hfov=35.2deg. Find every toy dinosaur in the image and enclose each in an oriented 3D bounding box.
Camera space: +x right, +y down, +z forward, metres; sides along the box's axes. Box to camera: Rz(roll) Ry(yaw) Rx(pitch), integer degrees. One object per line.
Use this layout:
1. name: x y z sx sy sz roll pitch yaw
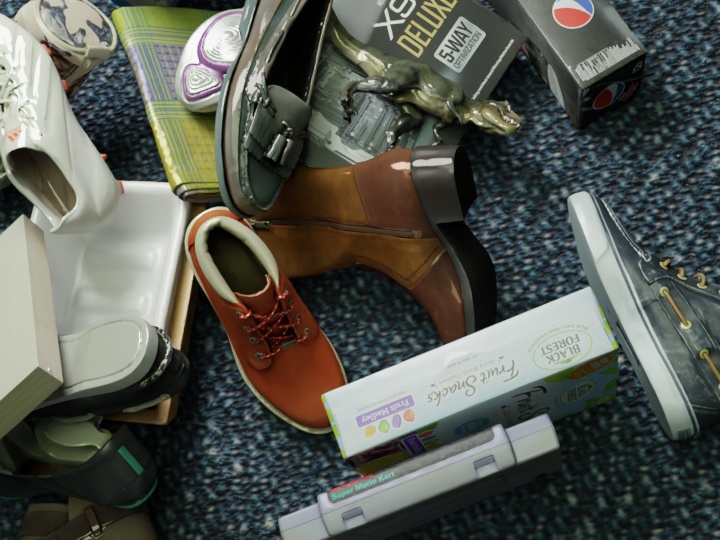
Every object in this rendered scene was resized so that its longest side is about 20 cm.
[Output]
1. toy dinosaur: 0.028 -0.139 0.897 0.199 0.048 0.089 32 66 2

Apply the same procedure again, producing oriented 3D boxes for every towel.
1. towel: -0.126 -0.142 0.970 0.142 0.023 0.202 -5 62 -38

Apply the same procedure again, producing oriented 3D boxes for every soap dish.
1. soap dish: -0.208 0.026 0.940 0.155 0.081 0.203 3 72 14

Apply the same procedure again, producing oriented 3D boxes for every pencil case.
1. pencil case: -0.289 -0.151 0.977 0.200 0.077 0.090 -42 75 30

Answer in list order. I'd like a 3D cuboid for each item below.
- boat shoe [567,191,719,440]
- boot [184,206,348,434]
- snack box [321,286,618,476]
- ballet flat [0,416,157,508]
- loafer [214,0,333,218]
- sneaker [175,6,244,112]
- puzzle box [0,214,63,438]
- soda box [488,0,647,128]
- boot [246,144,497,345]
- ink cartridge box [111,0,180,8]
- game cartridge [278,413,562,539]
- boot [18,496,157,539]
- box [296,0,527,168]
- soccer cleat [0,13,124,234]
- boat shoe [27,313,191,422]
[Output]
1. boat shoe: 0.232 0.020 0.855 0.090 0.071 0.202 -23 74 2
2. boot: -0.070 0.043 0.865 0.075 0.107 0.201 -34 96 -9
3. snack box: 0.084 0.091 0.818 0.198 0.142 0.054 -22 69 3
4. ballet flat: -0.241 0.140 0.882 0.198 0.073 0.074 -1 68 35
5. loafer: -0.062 -0.139 0.859 0.062 0.072 0.203 -5 68 30
6. sneaker: -0.079 -0.193 0.973 0.075 0.100 0.200 36 65 12
7. puzzle box: -0.284 0.057 0.850 0.133 0.025 0.201 -41 37 11
8. soda box: 0.158 -0.224 0.953 0.063 0.071 0.201 -28 68 -4
9. boot: 0.000 0.000 0.893 0.198 0.190 0.069 -5 26 25
10. ink cartridge box: -0.168 -0.295 0.981 0.066 0.200 0.116 35 80 -7
11. game cartridge: 0.047 0.156 0.810 0.198 0.130 0.039 -22 67 3
12. boot: -0.176 0.228 0.872 0.197 0.070 0.148 -11 61 1
13. box: 0.021 -0.153 0.946 0.157 0.050 0.201 35 80 1
14. soccer cleat: -0.260 -0.118 0.884 0.069 0.077 0.201 -34 89 29
15. boat shoe: -0.214 0.077 0.842 0.198 0.060 0.075 -14 55 29
